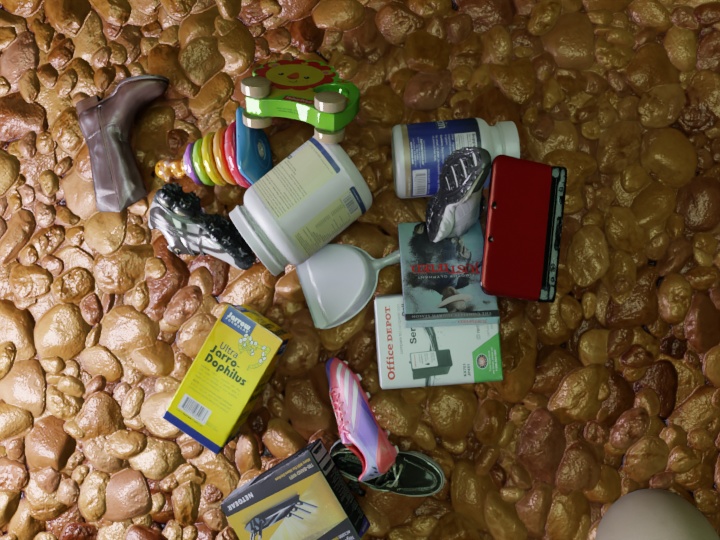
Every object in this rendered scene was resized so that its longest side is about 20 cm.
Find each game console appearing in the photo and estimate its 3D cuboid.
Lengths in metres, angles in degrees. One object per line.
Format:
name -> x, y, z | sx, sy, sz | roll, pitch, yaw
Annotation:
game console -> 0.251, -0.058, 0.898 | 0.115, 0.172, 0.206 | 6, 88, 11

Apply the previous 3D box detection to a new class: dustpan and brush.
dustpan and brush -> 0.000, 0.000, 0.962 | 0.196, 0.057, 0.143 | -24, 74, 8

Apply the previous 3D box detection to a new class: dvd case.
dvd case -> 0.133, 0.000, 0.909 | 0.142, 0.022, 0.204 | -2, 51, 2

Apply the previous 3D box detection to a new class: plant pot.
plant pot -> 0.478, 0.460, 0.880 | 0.194, 0.134, 0.207 | 0, 88, 3

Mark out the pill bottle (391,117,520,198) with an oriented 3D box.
pill bottle -> 0.150, -0.182, 0.928 | 0.194, 0.116, 0.119 | -5, 87, 1

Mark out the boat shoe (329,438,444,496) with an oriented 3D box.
boat shoe -> 0.042, 0.328, 0.936 | 0.194, 0.064, 0.073 | 12, 88, 2

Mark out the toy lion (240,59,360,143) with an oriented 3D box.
toy lion -> -0.088, -0.285, 0.913 | 0.195, 0.193, 0.070 | 15, 130, 15

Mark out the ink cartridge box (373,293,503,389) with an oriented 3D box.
ink cartridge box -> 0.121, 0.108, 0.932 | 0.194, 0.083, 0.151 | -5, 87, 2

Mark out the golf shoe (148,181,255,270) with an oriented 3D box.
golf shoe -> -0.267, -0.055, 0.968 | 0.199, 0.078, 0.095 | 39, 113, 0

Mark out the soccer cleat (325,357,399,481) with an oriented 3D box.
soccer cleat -> -0.014, 0.230, 0.913 | 0.075, 0.067, 0.202 | -24, 65, -20

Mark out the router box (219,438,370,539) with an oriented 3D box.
router box -> -0.105, 0.388, 0.917 | 0.198, 0.052, 0.159 | -35, 86, 19

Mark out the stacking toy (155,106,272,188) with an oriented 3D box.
stacking toy -> -0.253, -0.181, 0.958 | 0.195, 0.110, 0.119 | -9, 73, 13

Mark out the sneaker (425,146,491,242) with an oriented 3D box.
sneaker -> 0.156, -0.115, 0.865 | 0.077, 0.201, 0.076 | -4, 64, -12

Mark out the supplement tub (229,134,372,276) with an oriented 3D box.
supplement tub -> -0.094, -0.103, 0.914 | 0.199, 0.145, 0.146 | -38, 87, -3

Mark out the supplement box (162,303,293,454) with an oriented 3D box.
supplement box -> -0.208, 0.168, 0.929 | 0.108, 0.109, 0.203 | 30, 89, 3

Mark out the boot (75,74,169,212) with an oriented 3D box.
boot -> -0.383, -0.207, 0.973 | 0.182, 0.064, 0.205 | -17, 84, 15
